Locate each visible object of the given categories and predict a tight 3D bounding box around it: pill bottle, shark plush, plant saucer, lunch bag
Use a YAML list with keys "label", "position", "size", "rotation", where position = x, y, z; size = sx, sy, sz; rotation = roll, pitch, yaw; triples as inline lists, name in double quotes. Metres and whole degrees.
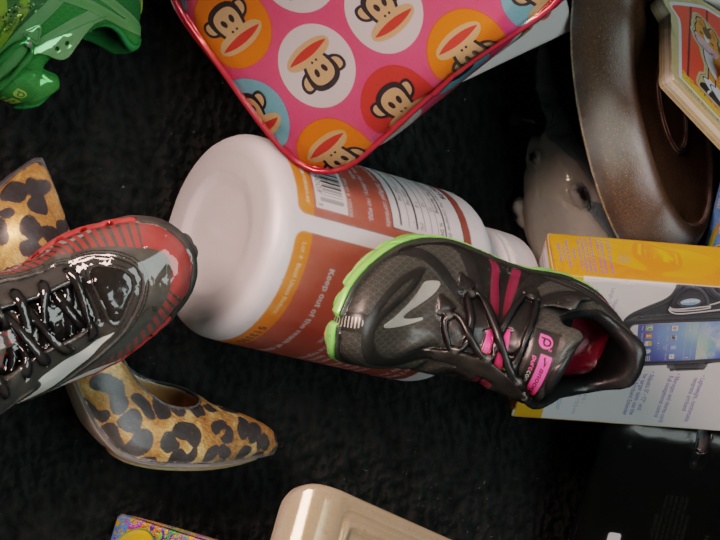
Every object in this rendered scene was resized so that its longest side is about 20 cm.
- label: "pill bottle"
  position: [0.000, 0.000, 1.275]
  size: [0.199, 0.112, 0.113]
  rotation: [15, 86, -36]
- label: "shark plush"
  position: [0.127, -0.041, 1.417]
  size: [0.083, 0.091, 0.201]
  rotation: [-33, 96, -52]
- label: "plant saucer"
  position: [0.175, -0.096, 1.382]
  size: [0.200, 0.032, 0.201]
  rotation: [-11, 90, -67]
- label: "lunch bag"
  position: [0.000, -0.166, 1.174]
  size: [0.176, 0.200, 0.082]
  rotation: [52, 27, -6]

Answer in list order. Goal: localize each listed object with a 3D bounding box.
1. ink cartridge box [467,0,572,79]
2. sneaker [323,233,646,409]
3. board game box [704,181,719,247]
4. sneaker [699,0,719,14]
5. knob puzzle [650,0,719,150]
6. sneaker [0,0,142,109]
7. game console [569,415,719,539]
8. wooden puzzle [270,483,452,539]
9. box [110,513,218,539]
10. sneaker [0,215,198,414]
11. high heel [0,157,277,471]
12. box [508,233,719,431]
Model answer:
- label: "ink cartridge box"
  position: [0.023, -0.204, 1.288]
  size: [0.145, 0.084, 0.201]
  rotation: [-27, 110, -32]
- label: "sneaker"
  position: [0.071, 0.029, 1.210]
  size: [0.199, 0.084, 0.077]
  rotation: [3, 107, -34]
- label: "board game box"
  position: [0.278, 0.004, 1.492]
  size: [0.200, 0.036, 0.152]
  rotation: [21, 82, -56]
- label: "sneaker"
  position: [0.281, -0.200, 1.486]
  size: [0.199, 0.073, 0.112]
  rotation: [18, 83, -36]
- label: "knob puzzle"
  position: [0.250, -0.098, 1.377]
  size: [0.030, 0.220, 0.219]
  rotation: [-40, 128, 25]
- label: "sneaker"
  position: [-0.187, -0.118, 1.149]
  size: [0.199, 0.074, 0.084]
  rotation: [-19, 102, -34]
- label: "game console"
  position: [0.208, 0.173, 1.472]
  size: [0.175, 0.116, 0.201]
  rotation: [9, 109, -8]
- label: "wooden puzzle"
  position: [0.018, 0.229, 1.205]
  size: [0.199, 0.037, 0.186]
  rotation: [25, 71, -30]
- label: "box"
  position: [-0.052, 0.256, 1.258]
  size: [0.199, 0.122, 0.193]
  rotation: [21, 81, -36]
- label: "sneaker"
  position: [-0.171, 0.034, 1.113]
  size: [0.200, 0.098, 0.071]
  rotation: [-23, 97, 1]
- label: "high heel"
  position: [-0.118, 0.027, 1.213]
  size: [0.199, 0.071, 0.143]
  rotation: [14, 93, -28]
- label: "box"
  position: [0.194, 0.040, 1.351]
  size: [0.199, 0.042, 0.119]
  rotation: [4, 133, -10]
